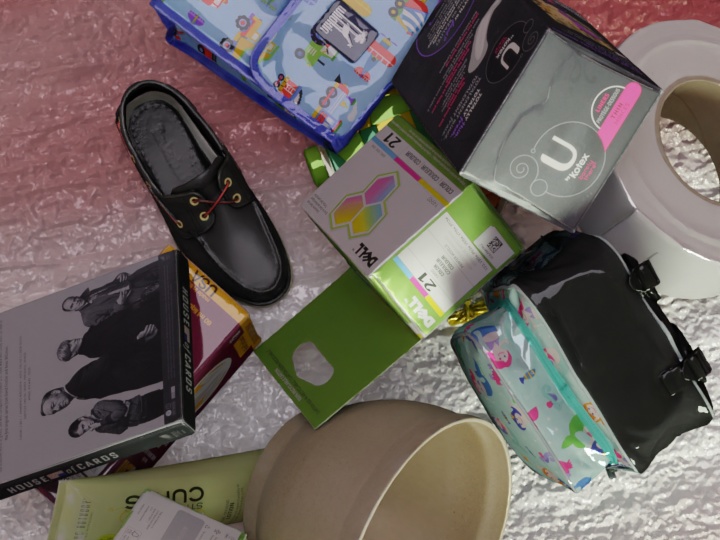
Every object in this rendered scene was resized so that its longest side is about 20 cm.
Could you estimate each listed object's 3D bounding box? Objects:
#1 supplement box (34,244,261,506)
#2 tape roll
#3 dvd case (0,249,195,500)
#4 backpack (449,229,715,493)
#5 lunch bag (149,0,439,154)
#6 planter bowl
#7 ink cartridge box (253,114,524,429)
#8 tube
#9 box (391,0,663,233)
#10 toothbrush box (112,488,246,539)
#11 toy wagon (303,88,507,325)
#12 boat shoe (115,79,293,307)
[{"bbox_3d":[-0.173,0.091,1.702,0.086,0.110,0.200,40,83,10],"label":"supplement box"},{"bbox_3d":[0.246,-0.083,1.699,0.201,0.071,0.204,11,65,-24],"label":"tape roll"},{"bbox_3d":[-0.211,0.079,1.627,0.199,0.025,0.151,-20,52,18],"label":"dvd case"},{"bbox_3d":[0.156,0.064,1.654,0.150,0.200,0.178,-33,96,0],"label":"backpack"},{"bbox_3d":[-0.036,-0.194,1.756,0.199,0.094,0.151,36,82,12],"label":"lunch bag"},{"bbox_3d":[-0.001,0.178,1.653,0.134,0.200,0.201,22,79,32],"label":"planter bowl"},{"bbox_3d":[0.000,0.000,1.654,0.200,0.148,0.076,-41,122,-2],"label":"ink cartridge box"},{"bbox_3d":[-0.140,0.171,1.665,0.199,0.052,0.059,-6,86,-36],"label":"tube"},{"bbox_3d":[0.116,-0.132,1.633,0.106,0.200,0.123,26,105,-22],"label":"box"},{"bbox_3d":[-0.165,0.281,1.601,0.086,0.146,0.201,25,121,4],"label":"toothbrush box"},{"bbox_3d":[0.052,-0.056,1.761,0.154,0.040,0.201,-22,79,-2],"label":"toy wagon"},{"bbox_3d":[-0.124,-0.058,1.757,0.073,0.063,0.202,-34,81,-7],"label":"boat shoe"}]
